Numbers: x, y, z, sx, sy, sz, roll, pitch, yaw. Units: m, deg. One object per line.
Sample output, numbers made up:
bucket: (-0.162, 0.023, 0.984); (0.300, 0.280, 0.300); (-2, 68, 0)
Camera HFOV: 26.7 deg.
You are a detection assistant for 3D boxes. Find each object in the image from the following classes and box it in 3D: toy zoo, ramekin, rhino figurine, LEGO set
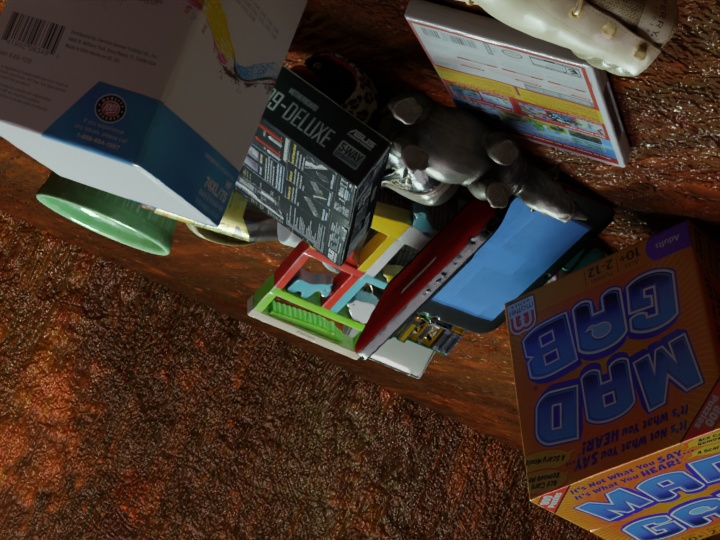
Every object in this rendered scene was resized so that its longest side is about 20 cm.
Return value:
toy zoo: (0.000, 0.000, 1.423); (0.130, 0.021, 0.200); (23, 130, -26)
ramekin: (-0.338, -0.106, 2.098); (0.198, 0.098, 0.200); (22, 171, 4)
rhino figurine: (0.100, -0.086, 1.209); (0.199, 0.060, 0.087); (24, -170, -16)
LEGO set: (0.056, -0.011, 1.604); (0.153, 0.116, 0.200); (28, -164, -43)

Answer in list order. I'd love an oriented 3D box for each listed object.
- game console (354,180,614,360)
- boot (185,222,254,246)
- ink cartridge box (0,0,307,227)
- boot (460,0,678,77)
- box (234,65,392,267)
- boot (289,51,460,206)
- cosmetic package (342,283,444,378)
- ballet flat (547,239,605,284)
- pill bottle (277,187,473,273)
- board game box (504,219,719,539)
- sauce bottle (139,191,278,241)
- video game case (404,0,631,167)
game console: (0.112, 0.010, 1.350); (0.118, 0.173, 0.200); (39, 125, -6)
boot: (-0.157, -0.087, 1.699); (0.154, 0.073, 0.199); (19, -157, 37)
ink cartridge box: (-0.148, -0.161, 1.055); (0.146, 0.202, 0.146); (19, 171, 21)
boot: (0.107, -0.168, 0.816); (0.154, 0.073, 0.200); (24, 172, -7)
box: (-0.059, -0.095, 1.255); (0.157, 0.050, 0.200); (36, 163, 8)
boot: (-0.015, -0.128, 1.323); (0.150, 0.074, 0.199); (38, 172, -41)
cosmetic package: (0.040, 0.031, 1.768); (0.103, 0.073, 0.200); (24, -154, -8)
ballet flat: (0.195, -0.018, 1.495); (0.071, 0.069, 0.200); (38, 175, 32)
pill bottle: (0.024, -0.043, 1.476); (0.198, 0.112, 0.111); (13, 174, -18)
board game box: (0.275, 0.114, 1.370); (0.199, 0.202, 0.199); (-26, 141, 31)
sauce bottle: (-0.126, -0.065, 1.559); (0.198, 0.067, 0.066); (17, 171, -7)
video game case: (0.122, -0.136, 1.126); (0.142, 0.018, 0.200); (19, 170, 21)
